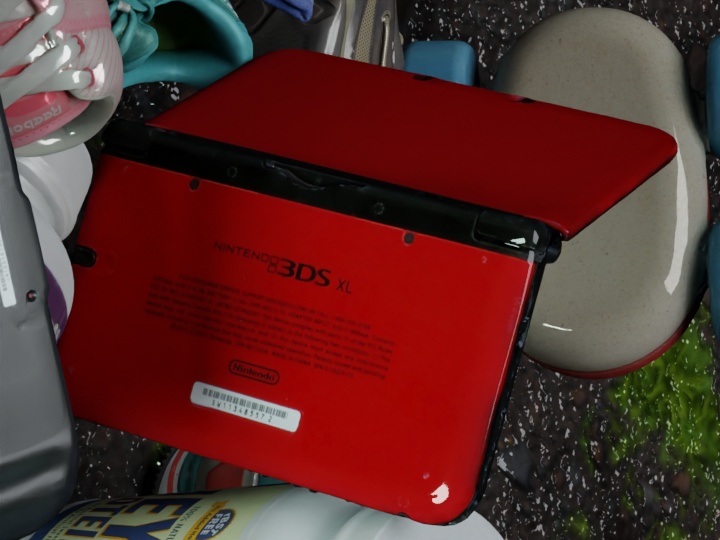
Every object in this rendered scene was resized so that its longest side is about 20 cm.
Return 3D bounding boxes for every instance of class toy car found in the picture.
[{"bbox_3d":[0.124,-0.025,1.484,0.200,0.184,0.177,43,47,-74],"label":"toy car"}]

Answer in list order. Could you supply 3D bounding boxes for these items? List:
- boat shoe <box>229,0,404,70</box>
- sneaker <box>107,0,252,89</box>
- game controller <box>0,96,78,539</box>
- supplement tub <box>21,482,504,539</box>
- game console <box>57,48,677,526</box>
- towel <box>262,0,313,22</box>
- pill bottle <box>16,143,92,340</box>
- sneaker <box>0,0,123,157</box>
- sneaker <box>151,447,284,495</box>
[{"bbox_3d":[-0.020,-0.108,1.373,0.073,0.074,0.200,29,70,-57],"label":"boat shoe"},{"bbox_3d":[-0.120,-0.113,1.214,0.200,0.080,0.078,3,124,-50],"label":"sneaker"},{"bbox_3d":[-0.157,0.004,1.010,0.104,0.042,0.200,-19,104,-35],"label":"game controller"},{"bbox_3d":[-0.043,0.158,1.184,0.145,0.200,0.145,12,74,-49],"label":"supplement tub"},{"bbox_3d":[0.000,0.000,1.177,0.119,0.200,0.173,16,88,-60],"label":"game console"},{"bbox_3d":[-0.077,-0.218,1.308,0.147,0.024,0.200,29,45,-44],"label":"towel"},{"bbox_3d":[-0.174,0.026,1.117,0.112,0.112,0.200,47,50,-35],"label":"pill bottle"},{"bbox_3d":[-0.131,-0.107,1.048,0.200,0.075,0.105,65,7,-66],"label":"sneaker"},{"bbox_3d":[-0.009,0.152,1.311,0.200,0.093,0.070,59,44,-25],"label":"sneaker"}]
